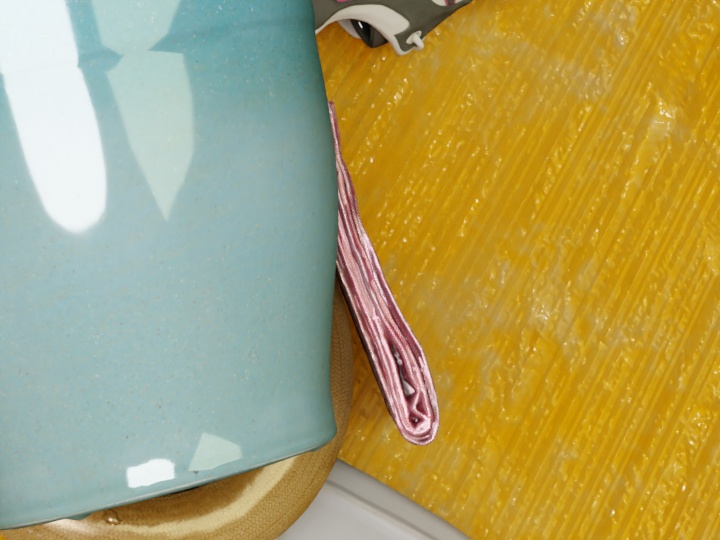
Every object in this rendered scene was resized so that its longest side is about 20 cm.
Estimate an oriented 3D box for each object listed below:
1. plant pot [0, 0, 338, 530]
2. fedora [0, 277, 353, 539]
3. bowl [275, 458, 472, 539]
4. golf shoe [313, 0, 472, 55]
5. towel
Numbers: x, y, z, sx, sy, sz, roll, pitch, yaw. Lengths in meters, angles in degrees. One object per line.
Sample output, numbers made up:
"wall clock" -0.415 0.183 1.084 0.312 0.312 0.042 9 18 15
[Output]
"plant pot" -0.093 -0.011 1.045 0.200 0.200 0.188 -15 90 -40
"fedora" -0.102 0.037 1.167 0.200 0.082 0.201 5 70 -15
"bowl" -0.016 0.171 1.219 0.200 0.075 0.200 32 58 -28
"golf shoe" 0.026 -0.148 1.359 0.200 0.077 0.088 -1 105 -43
"towel" 0.000 0.000 1.220 0.023 0.200 0.144 -20 91 -1
